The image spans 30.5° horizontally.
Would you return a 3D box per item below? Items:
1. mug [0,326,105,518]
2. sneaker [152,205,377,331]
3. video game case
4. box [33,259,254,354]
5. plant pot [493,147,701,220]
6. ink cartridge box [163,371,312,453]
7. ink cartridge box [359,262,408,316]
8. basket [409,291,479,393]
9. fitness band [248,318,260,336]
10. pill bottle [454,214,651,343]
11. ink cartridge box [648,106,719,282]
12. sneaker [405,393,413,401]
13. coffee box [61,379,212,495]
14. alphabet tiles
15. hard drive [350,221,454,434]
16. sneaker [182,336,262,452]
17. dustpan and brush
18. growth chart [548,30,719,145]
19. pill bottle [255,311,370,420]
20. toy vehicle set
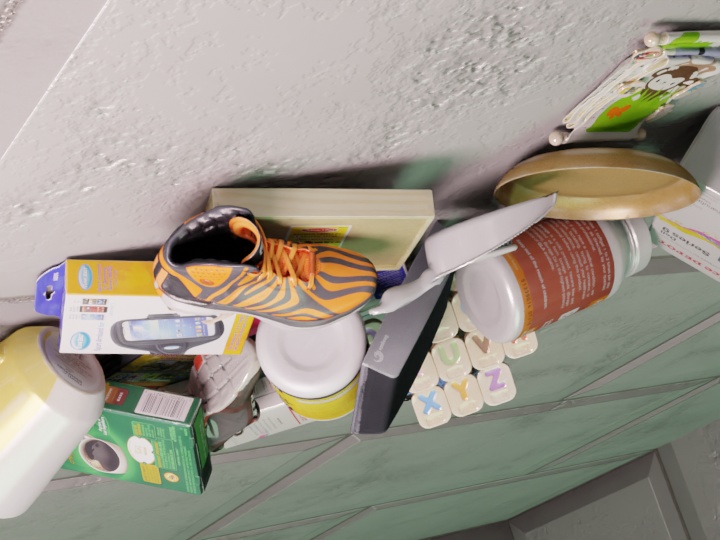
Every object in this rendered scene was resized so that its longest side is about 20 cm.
[{"bbox_3d":[-0.335,0.133,1.262,0.153,0.150,0.186,-41,160,17],"label":"mug"},{"bbox_3d":[-0.074,-0.002,1.116,0.197,0.079,0.112,-1,159,-14],"label":"sneaker"},{"bbox_3d":[-0.222,0.116,1.513,0.180,0.026,0.199,-31,157,35],"label":"video game case"},{"bbox_3d":[-0.197,0.036,1.212,0.197,0.042,0.119,-1,151,-16],"label":"box"},{"bbox_3d":[0.228,-0.084,1.278,0.197,0.028,0.200,3,168,1],"label":"plant pot"},{"bbox_3d":[-0.119,0.150,1.556,0.198,0.068,0.117,-17,160,0],"label":"ink cartridge box"},{"bbox_3d":[0.000,0.000,1.363,0.094,0.037,0.200,-20,157,2],"label":"ink cartridge box"},{"bbox_3d":[0.072,0.105,1.576,0.198,0.140,0.176,-28,162,0],"label":"basket"},{"bbox_3d":[-0.160,0.041,1.339,0.199,0.038,0.143,4,152,-47],"label":"fitness band"},{"bbox_3d":[0.209,-0.007,1.408,0.198,0.113,0.112,-21,165,-24],"label":"pill bottle"},{"bbox_3d":[0.390,-0.062,1.367,0.088,0.144,0.200,-55,168,-12],"label":"ink cartridge box"},{"bbox_3d":[0.034,0.130,1.691,0.198,0.092,0.076,-19,166,8],"label":"sneaker"},{"bbox_3d":[-0.260,0.168,1.393,0.197,0.044,0.124,8,135,10],"label":"coffee box"},{"bbox_3d":[0.094,0.077,1.474,0.198,0.198,0.015,-19,-162,2],"label":"alphabet tiles"},{"bbox_3d":[0.048,0.062,1.340,0.042,0.201,0.136,21,141,10],"label":"hard drive"},{"bbox_3d":[-0.141,0.134,1.426,0.081,0.078,0.200,4,144,-33],"label":"sneaker"},{"bbox_3d":[0.088,-0.011,1.260,0.198,0.058,0.139,-18,178,-23],"label":"dustpan and brush"},{"bbox_3d":[0.259,-0.163,1.183,0.143,0.018,0.200,-10,161,-27],"label":"growth chart"},{"bbox_3d":[-0.042,0.094,1.371,0.111,0.113,0.200,-17,163,-1],"label":"pill bottle"},{"bbox_3d":[-0.044,-0.034,1.188,0.197,0.027,0.124,-1,157,-16],"label":"toy vehicle set"}]
